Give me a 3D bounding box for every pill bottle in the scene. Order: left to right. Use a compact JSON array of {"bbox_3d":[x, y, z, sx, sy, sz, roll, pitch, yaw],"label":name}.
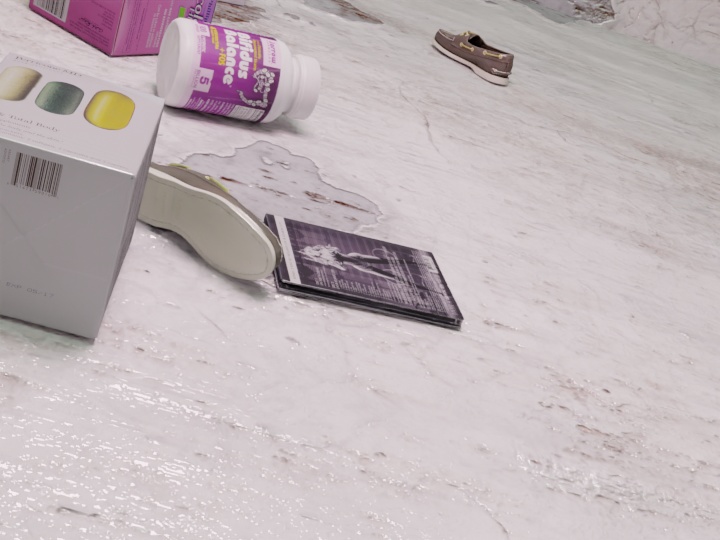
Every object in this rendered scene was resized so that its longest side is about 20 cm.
[{"bbox_3d":[-0.156,-0.254,1.563,0.198,0.113,0.112,7,26,-27],"label":"pill bottle"}]

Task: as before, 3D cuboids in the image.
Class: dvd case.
[{"bbox_3d":[0.000,0.000,1.260,0.198,0.016,0.149,13,26,-18],"label":"dvd case"}]

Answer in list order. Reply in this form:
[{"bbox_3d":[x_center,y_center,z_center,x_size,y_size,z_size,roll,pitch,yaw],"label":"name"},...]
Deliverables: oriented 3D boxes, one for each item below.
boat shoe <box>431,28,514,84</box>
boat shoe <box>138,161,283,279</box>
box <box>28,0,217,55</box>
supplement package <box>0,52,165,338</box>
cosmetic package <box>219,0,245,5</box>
[{"bbox_3d":[0.214,-0.418,2.283,0.071,0.060,0.200,-3,33,-41],"label":"boat shoe"},{"bbox_3d":[-0.148,-0.055,1.190,0.200,0.073,0.060,29,29,28],"label":"boat shoe"},{"bbox_3d":[-0.338,-0.390,1.732,0.175,0.098,0.199,31,26,24],"label":"box"},{"bbox_3d":[-0.265,-0.070,1.026,0.150,0.152,0.201,16,23,-9],"label":"supplement package"},{"bbox_3d":[-0.274,-0.550,2.062,0.198,0.152,0.052,5,27,-33],"label":"cosmetic package"}]
